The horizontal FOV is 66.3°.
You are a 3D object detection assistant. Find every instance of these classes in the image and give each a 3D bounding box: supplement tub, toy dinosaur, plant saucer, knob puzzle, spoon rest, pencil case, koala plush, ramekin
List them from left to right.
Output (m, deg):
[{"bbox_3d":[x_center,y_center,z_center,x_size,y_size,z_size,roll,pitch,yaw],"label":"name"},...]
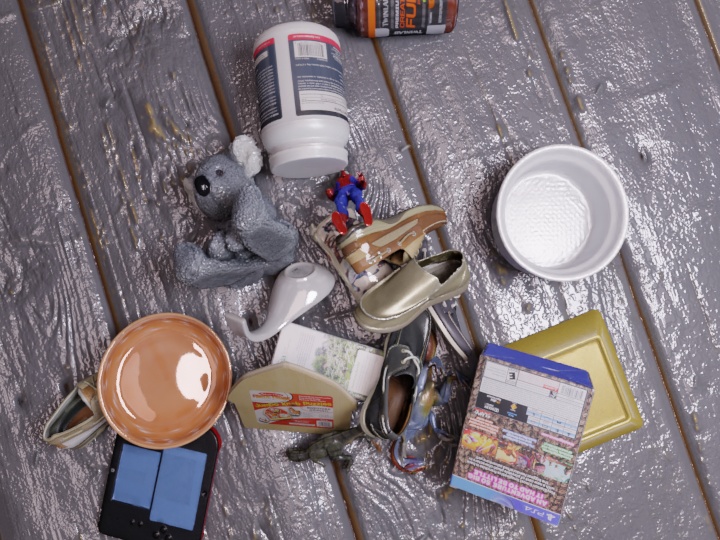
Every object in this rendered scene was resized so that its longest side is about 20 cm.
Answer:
[{"bbox_3d":[-0.300,0.169,0.856,0.196,0.037,0.205,4,79,-22],"label":"plant saucer"},{"bbox_3d":[-0.198,-0.093,0.851,0.176,0.183,0.202,-36,69,19],"label":"koala plush"},{"bbox_3d":[-0.117,0.046,0.832,0.098,0.199,0.062,16,125,32],"label":"spoon rest"},{"bbox_3d":[-0.100,0.185,0.823,0.214,0.222,0.031,5,50,1],"label":"knob puzzle"},{"bbox_3d":[-0.090,-0.258,0.854,0.137,0.140,0.205,-6,87,1],"label":"supplement tub"},{"bbox_3d":[-0.028,0.267,0.851,0.199,0.048,0.088,-36,129,23],"label":"toy dinosaur"},{"bbox_3d":[0.000,0.000,0.866,0.089,0.078,0.202,-31,87,-41],"label":"pencil case"},{"bbox_3d":[0.053,-0.430,0.879,0.195,0.107,0.110,-3,87,1],"label":"supplement tub"},{"bbox_3d":[0.100,0.224,0.872,0.103,0.202,0.183,23,120,-19],"label":"toy dinosaur"},{"bbox_3d":[0.298,-0.083,0.859,0.195,0.098,0.206,0,87,0],"label":"ramekin"},{"bbox_3d":[0.331,0.190,0.869,0.196,0.048,0.204,-21,87,1],"label":"plant saucer"}]

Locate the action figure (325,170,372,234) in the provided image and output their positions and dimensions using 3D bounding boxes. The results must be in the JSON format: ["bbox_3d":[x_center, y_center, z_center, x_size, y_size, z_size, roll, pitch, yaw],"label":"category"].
[{"bbox_3d":[-0.018,-0.115,0.825,0.064,0.201,0.052,-22,113,5],"label":"action figure"}]

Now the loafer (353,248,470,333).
[{"bbox_3d":[0.075,0.021,0.792,0.197,0.069,0.076,-26,48,-24],"label":"loafer"}]

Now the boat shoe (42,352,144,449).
[{"bbox_3d":[-0.407,0.199,0.864,0.074,0.068,0.201,39,87,21],"label":"boat shoe"}]

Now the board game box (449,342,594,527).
[{"bbox_3d":[0.233,0.231,0.807,0.156,0.097,0.205,15,99,18],"label":"board game box"}]

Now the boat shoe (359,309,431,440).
[{"bbox_3d":[0.065,0.142,0.786,0.071,0.067,0.203,29,68,-18],"label":"boat shoe"}]

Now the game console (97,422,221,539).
[{"bbox_3d":[-0.320,0.335,0.881,0.173,0.031,0.205,11,87,1],"label":"game console"}]

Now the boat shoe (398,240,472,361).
[{"bbox_3d":[0.127,0.044,0.869,0.062,0.073,0.202,-32,81,-1],"label":"boat shoe"}]

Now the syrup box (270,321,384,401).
[{"bbox_3d":[-0.037,0.145,0.860,0.196,0.081,0.080,16,84,2],"label":"syrup box"}]

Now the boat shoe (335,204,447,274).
[{"bbox_3d":[0.053,-0.043,0.832,0.197,0.075,0.075,-19,82,-31],"label":"boat shoe"}]
